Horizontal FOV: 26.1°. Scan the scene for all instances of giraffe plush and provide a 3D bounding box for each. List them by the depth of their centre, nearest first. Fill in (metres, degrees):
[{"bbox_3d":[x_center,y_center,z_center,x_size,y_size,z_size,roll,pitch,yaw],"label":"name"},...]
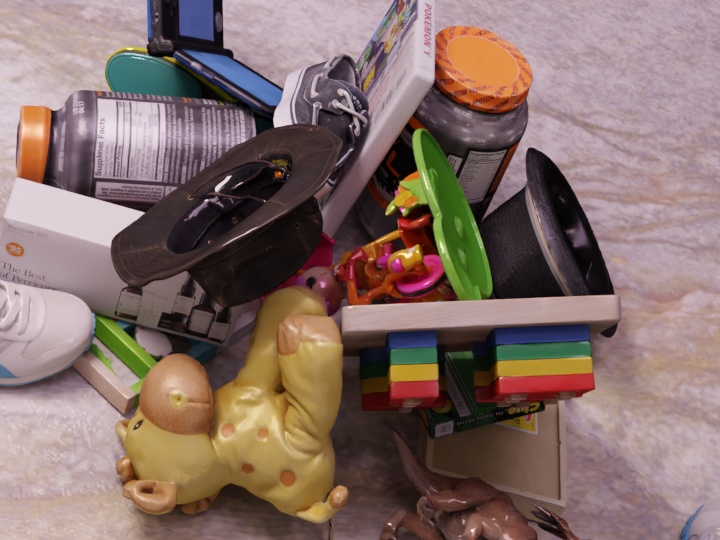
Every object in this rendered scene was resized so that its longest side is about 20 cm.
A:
[{"bbox_3d":[-0.103,0.116,1.165,0.160,0.173,0.203,-2,82,-12],"label":"giraffe plush"}]

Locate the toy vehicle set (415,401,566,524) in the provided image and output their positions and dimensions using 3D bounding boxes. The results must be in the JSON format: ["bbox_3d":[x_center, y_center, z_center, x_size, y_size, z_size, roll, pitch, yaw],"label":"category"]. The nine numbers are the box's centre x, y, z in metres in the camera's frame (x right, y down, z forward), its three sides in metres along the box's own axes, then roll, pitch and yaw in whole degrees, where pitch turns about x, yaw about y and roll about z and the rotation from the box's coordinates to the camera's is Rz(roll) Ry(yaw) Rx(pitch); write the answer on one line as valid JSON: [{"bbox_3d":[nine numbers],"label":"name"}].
[{"bbox_3d":[0.113,0.116,1.329,0.123,0.027,0.201,16,43,-8],"label":"toy vehicle set"}]

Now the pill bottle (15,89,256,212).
[{"bbox_3d":[-0.193,-0.098,1.329,0.197,0.107,0.107,4,45,-14],"label":"pill bottle"}]

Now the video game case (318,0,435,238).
[{"bbox_3d":[0.013,-0.152,1.389,0.023,0.201,0.183,22,39,-16],"label":"video game case"}]

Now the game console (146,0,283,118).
[{"bbox_3d":[-0.110,-0.223,1.401,0.117,0.173,0.200,1,6,10],"label":"game console"}]

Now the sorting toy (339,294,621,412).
[{"bbox_3d":[0.085,0.069,1.184,0.197,0.199,0.071,-3,82,-2],"label":"sorting toy"}]

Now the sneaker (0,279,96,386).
[{"bbox_3d":[-0.298,0.034,1.178,0.197,0.081,0.077,5,56,-17],"label":"sneaker"}]

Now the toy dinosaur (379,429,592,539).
[{"bbox_3d":[0.103,0.199,1.202,0.135,0.086,0.200,-21,53,-39],"label":"toy dinosaur"}]

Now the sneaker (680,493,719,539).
[{"bbox_3d":[0.295,0.242,1.241,0.074,0.087,0.201,24,41,3],"label":"sneaker"}]

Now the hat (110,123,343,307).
[{"bbox_3d":[-0.088,-0.027,1.183,0.199,0.081,0.201,-22,26,11],"label":"hat"}]

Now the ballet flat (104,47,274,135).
[{"bbox_3d":[-0.140,-0.146,1.428,0.198,0.067,0.067,25,16,0],"label":"ballet flat"}]

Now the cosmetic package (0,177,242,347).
[{"bbox_3d":[-0.189,-0.004,1.241,0.197,0.083,0.051,15,42,-9],"label":"cosmetic package"}]

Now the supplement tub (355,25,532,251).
[{"bbox_3d":[0.077,-0.114,1.416,0.121,0.201,0.123,13,42,-12],"label":"supplement tub"}]

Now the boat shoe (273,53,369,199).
[{"bbox_3d":[-0.026,-0.130,1.321,0.072,0.067,0.201,56,17,-22],"label":"boat shoe"}]

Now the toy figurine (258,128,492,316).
[{"bbox_3d":[0.000,0.000,1.287,0.182,0.151,0.201,-23,30,13],"label":"toy figurine"}]

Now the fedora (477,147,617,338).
[{"bbox_3d":[0.160,-0.012,1.408,0.201,0.091,0.202,54,20,-30],"label":"fedora"}]

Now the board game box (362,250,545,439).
[{"bbox_3d":[0.074,0.054,1.334,0.103,0.024,0.201,-10,45,-15],"label":"board game box"}]

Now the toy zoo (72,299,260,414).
[{"bbox_3d":[-0.168,0.027,1.296,0.131,0.021,0.199,40,44,17],"label":"toy zoo"}]
